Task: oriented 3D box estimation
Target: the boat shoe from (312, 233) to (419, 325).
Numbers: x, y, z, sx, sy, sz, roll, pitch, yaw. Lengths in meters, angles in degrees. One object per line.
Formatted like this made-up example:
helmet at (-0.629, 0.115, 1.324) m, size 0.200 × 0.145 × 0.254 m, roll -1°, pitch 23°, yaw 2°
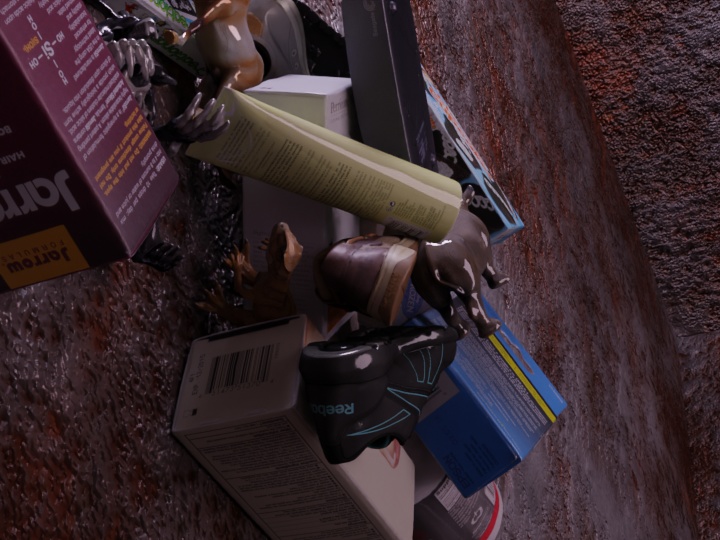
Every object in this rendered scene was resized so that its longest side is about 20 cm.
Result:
boat shoe at (0.000, 0.000, 0.893) m, size 0.200 × 0.072 × 0.073 m, roll -60°, pitch 169°, yaw -85°

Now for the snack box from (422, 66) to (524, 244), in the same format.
snack box at (0.086, -0.117, 1.164) m, size 0.201 × 0.037 × 0.116 m, roll 58°, pitch 14°, yaw 5°

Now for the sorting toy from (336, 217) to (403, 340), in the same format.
sorting toy at (-0.002, -0.003, 1.107) m, size 0.200 × 0.106 × 0.181 m, roll -30°, pitch 114°, yaw -75°

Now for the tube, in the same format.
tube at (-0.022, -0.076, 0.869) m, size 0.058 × 0.199 × 0.052 m, roll -69°, pitch -160°, yaw 8°

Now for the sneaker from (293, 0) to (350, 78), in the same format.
sneaker at (-0.012, -0.171, 1.119) m, size 0.200 × 0.076 × 0.088 m, roll 48°, pitch -1°, yaw 15°

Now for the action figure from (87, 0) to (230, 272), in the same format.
action figure at (-0.147, -0.103, 0.782) m, size 0.119 × 0.102 × 0.201 m, roll 21°, pitch 58°, yaw -52°

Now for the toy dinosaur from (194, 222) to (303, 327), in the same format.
toy dinosaur at (-0.065, 0.038, 0.885) m, size 0.060 × 0.106 × 0.200 m, roll -44°, pitch 149°, yaw -21°

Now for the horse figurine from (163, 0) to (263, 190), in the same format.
horse figurine at (-0.111, -0.167, 0.912) m, size 0.133 × 0.050 × 0.201 m, roll -46°, pitch 139°, yaw -49°

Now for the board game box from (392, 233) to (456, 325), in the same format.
board game box at (0.069, 0.030, 1.201) m, size 0.199 × 0.041 × 0.201 m, roll -31°, pitch 131°, yaw -75°

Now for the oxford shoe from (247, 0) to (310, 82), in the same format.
oxford shoe at (-0.075, -0.158, 1.050) m, size 0.058 × 0.075 × 0.200 m, roll -46°, pitch 147°, yaw -25°

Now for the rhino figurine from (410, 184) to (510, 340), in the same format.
rhino figurine at (0.084, -0.017, 1.011) m, size 0.088 × 0.060 × 0.200 m, roll 56°, pitch 21°, yaw -15°

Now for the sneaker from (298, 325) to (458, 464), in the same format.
sneaker at (0.014, 0.082, 0.853) m, size 0.200 × 0.075 × 0.080 m, roll -10°, pitch 96°, yaw -62°

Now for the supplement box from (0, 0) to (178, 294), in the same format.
supplement box at (-0.197, -0.096, 0.629) m, size 0.086 × 0.110 × 0.201 m, roll -72°, pitch 142°, yaw -54°

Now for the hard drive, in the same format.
hard drive at (0.027, -0.147, 0.977) m, size 0.135 × 0.042 × 0.201 m, roll -70°, pitch 151°, yaw -63°

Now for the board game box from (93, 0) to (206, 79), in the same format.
board game box at (-0.166, -0.243, 0.916) m, size 0.200 × 0.034 × 0.127 m, roll 30°, pitch 51°, yaw -63°

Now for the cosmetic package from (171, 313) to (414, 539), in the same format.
cosmetic package at (-0.043, 0.133, 0.889) m, size 0.088 × 0.103 × 0.200 m, roll -83°, pitch 152°, yaw -43°

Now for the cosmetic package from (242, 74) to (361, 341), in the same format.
cosmetic package at (-0.046, -0.051, 0.961) m, size 0.101 × 0.071 × 0.201 m, roll -44°, pitch 137°, yaw -67°

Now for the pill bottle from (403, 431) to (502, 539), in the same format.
pill bottle at (0.046, 0.181, 1.071) m, size 0.200 × 0.110 × 0.111 m, roll 54°, pitch 29°, yaw -45°

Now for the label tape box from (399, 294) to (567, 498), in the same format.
label tape box at (0.096, 0.100, 1.038) m, size 0.144 × 0.063 × 0.200 m, roll 53°, pitch 19°, yaw 8°
